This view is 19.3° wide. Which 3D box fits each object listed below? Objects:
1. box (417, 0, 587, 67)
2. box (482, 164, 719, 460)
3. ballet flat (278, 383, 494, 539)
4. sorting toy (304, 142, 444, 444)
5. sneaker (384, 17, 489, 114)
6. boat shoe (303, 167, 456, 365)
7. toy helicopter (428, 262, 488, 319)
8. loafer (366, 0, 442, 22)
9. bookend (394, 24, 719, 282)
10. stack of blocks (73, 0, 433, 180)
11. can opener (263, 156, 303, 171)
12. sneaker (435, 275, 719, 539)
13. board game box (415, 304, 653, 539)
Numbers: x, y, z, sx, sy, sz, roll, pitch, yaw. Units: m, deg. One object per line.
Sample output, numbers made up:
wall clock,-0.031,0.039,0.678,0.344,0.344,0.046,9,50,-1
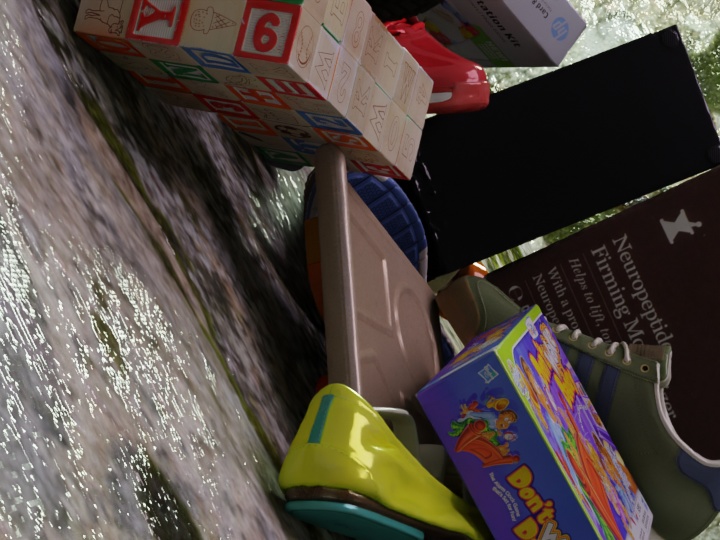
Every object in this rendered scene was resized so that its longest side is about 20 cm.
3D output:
box,0.031,-0.194,1.352,0.156,0.041,0.199,46,-21,-28
box,0.203,0.040,1.332,0.167,0.199,0.164,66,9,7
ballet flat,0.023,0.106,0.992,0.200,0.066,0.068,43,48,-56
sorting toy,0.010,0.058,1.120,0.200,0.036,0.187,58,24,-55
sneaker,-0.006,-0.161,1.244,0.078,0.199,0.117,-11,113,-55
boat shoe,0.000,0.000,1.252,0.073,0.072,0.201,55,-12,44
toy helicopter,0.043,-0.051,1.532,0.078,0.133,0.200,22,5,-22
loafer,-0.046,-0.175,1.093,0.073,0.198,0.072,25,75,-72
bookend,0.098,-0.065,1.359,0.199,0.198,0.093,159,-91,-76
stack of blocks,-0.048,-0.108,1.074,0.200,0.114,0.059,37,65,-67
can opener,-0.076,-0.149,1.375,0.066,0.053,0.201,16,36,-31
sneaker,0.137,0.066,1.202,0.201,0.090,0.067,51,9,10
board game box,0.093,0.096,1.069,0.135,0.045,0.200,61,11,0
